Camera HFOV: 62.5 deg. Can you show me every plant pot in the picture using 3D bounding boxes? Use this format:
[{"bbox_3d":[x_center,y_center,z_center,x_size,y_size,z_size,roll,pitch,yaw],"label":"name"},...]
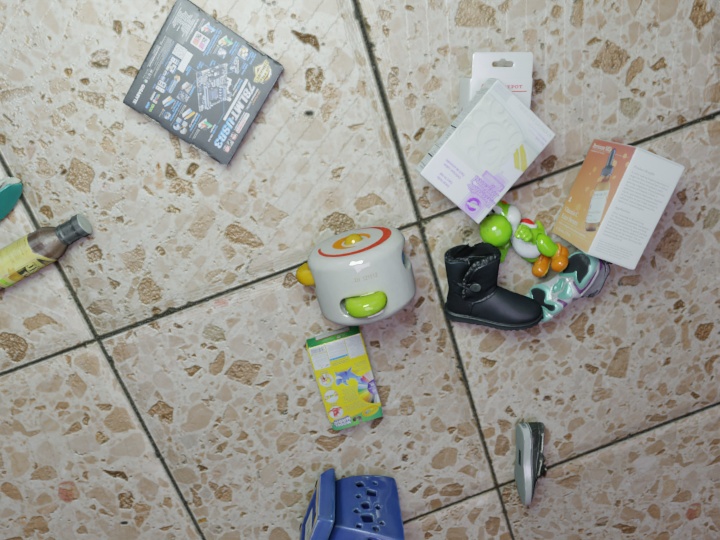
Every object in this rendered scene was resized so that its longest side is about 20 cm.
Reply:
[{"bbox_3d":[-0.029,0.553,1.246,0.178,0.200,0.202,19,106,-8],"label":"plant pot"}]

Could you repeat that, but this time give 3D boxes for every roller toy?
[{"bbox_3d":[0.000,0.000,1.073,0.182,0.199,0.141,-30,115,-35],"label":"roller toy"}]

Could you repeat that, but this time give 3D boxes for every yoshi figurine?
[{"bbox_3d":[0.298,-0.055,1.138,0.199,0.112,0.113,36,107,-14],"label":"yoshi figurine"}]

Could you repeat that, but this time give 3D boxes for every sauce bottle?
[{"bbox_3d":[-0.568,-0.035,1.039,0.199,0.065,0.065,-29,110,4],"label":"sauce bottle"}]

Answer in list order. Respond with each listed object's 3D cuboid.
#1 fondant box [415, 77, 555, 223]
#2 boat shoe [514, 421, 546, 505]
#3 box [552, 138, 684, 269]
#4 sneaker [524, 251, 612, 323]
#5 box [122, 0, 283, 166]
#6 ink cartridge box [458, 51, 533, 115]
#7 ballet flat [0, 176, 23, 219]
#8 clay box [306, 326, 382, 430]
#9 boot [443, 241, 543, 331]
[{"bbox_3d":[0.214,-0.205,1.028,0.144,0.058,0.200,36,104,-16],"label":"fondant box"},{"bbox_3d":[0.386,0.434,1.329,0.063,0.071,0.202,-5,107,-5],"label":"boat shoe"},{"bbox_3d":[0.474,-0.128,1.112,0.105,0.152,0.202,17,104,-12],"label":"box"},{"bbox_3d":[0.430,0.044,1.207,0.139,0.078,0.200,4,141,-40],"label":"sneaker"},{"bbox_3d":[-0.262,-0.313,1.000,0.197,0.050,0.201,30,101,-17],"label":"box"},{"bbox_3d":[0.240,-0.287,1.070,0.114,0.068,0.202,-2,109,-7],"label":"ink cartridge box"},{"bbox_3d":[-0.658,-0.091,1.010,0.072,0.072,0.200,37,100,-17],"label":"ballet flat"},{"bbox_3d":[-0.030,0.221,1.211,0.114,0.048,0.202,-16,111,-3],"label":"clay box"},{"bbox_3d":[0.256,0.030,1.131,0.198,0.077,0.169,4,134,10],"label":"boot"}]
